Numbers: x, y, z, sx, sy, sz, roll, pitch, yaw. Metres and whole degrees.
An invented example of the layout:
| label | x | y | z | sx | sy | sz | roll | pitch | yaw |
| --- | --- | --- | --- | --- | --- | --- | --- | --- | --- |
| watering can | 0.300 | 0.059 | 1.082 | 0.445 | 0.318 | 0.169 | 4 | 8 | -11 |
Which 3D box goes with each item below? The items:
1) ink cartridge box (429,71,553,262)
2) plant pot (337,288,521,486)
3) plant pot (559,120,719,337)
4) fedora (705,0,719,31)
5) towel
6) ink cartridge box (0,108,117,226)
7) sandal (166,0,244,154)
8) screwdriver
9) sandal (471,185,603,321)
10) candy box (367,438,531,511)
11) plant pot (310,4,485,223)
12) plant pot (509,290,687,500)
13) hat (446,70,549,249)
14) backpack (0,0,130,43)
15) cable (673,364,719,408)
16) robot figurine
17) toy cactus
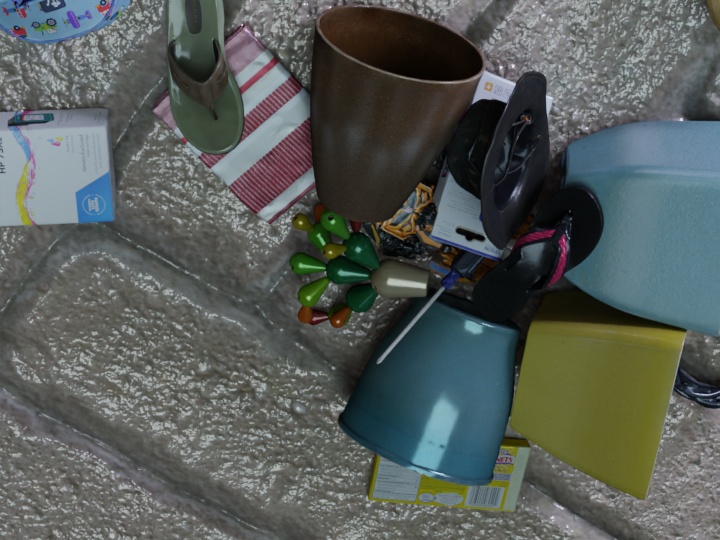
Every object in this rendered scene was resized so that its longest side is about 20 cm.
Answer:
| label | x | y | z | sx | sy | sz | roll | pitch | yaw |
| --- | --- | --- | --- | --- | --- | --- | --- | --- | --- |
| ink cartridge box | 0.145 | -0.119 | 1.610 | 0.095 | 0.037 | 0.200 | 18 | 87 | -18 |
| plant pot | 0.097 | 0.129 | 1.688 | 0.200 | 0.200 | 0.188 | 18 | 98 | -15 |
| plant pot | 0.323 | -0.062 | 1.622 | 0.200 | 0.196 | 0.196 | 7 | 115 | 6 |
| fedora | 0.459 | -0.338 | 1.559 | 0.200 | 0.082 | 0.201 | -2 | 110 | -5 |
| towel | -0.119 | -0.163 | 1.606 | 0.144 | 0.023 | 0.200 | -39 | 115 | 11 |
| ink cartridge box | -0.377 | -0.114 | 1.571 | 0.200 | 0.067 | 0.116 | -3 | 116 | -5 |
| sandal | -0.177 | -0.222 | 1.526 | 0.080 | 0.057 | 0.201 | -9 | 102 | 5 |
| screwdriver | 0.085 | 0.031 | 1.613 | 0.028 | 0.029 | 0.200 | 41 | 75 | 4 |
| sandal | 0.197 | -0.011 | 1.569 | 0.075 | 0.045 | 0.200 | 43 | 118 | 4 |
| candy box | 0.114 | 0.260 | 1.835 | 0.200 | 0.026 | 0.102 | 7 | 112 | -10 |
| plant pot | 0.020 | -0.160 | 1.545 | 0.187 | 0.187 | 0.200 | 9 | 121 | -11 |
| plant pot | 0.284 | 0.125 | 1.681 | 0.176 | 0.200 | 0.200 | 14 | 109 | 13 |
| hat | 0.140 | -0.125 | 1.538 | 0.081 | 0.201 | 0.201 | 14 | 118 | 22 |
| backpack | -0.328 | -0.319 | 1.444 | 0.182 | 0.135 | 0.200 | -16 | 119 | 2 |
| cable | 0.449 | 0.089 | 1.787 | 0.163 | 0.051 | 0.200 | -43 | 109 | 8 |
| robot figurine | 0.104 | -0.058 | 1.662 | 0.200 | 0.058 | 0.145 | 23 | 108 | -17 |
| toy cactus | 0.000 | 0.000 | 1.649 | 0.165 | 0.102 | 0.200 | 9 | 130 | 8 |
